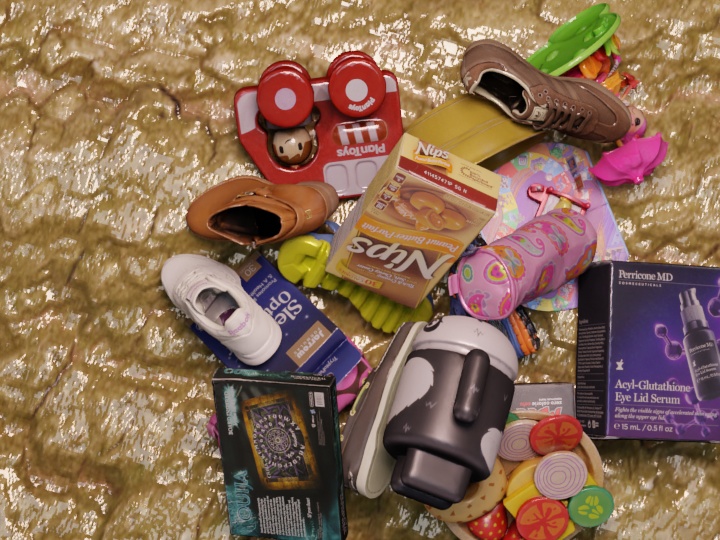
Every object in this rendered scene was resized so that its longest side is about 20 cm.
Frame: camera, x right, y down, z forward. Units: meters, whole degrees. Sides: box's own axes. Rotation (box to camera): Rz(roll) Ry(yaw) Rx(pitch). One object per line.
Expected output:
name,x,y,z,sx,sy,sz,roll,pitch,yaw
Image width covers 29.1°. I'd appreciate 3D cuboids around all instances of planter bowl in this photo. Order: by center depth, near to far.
planter bowl,0.106,-0.142,1.555,0.199,0.200,0.084,-28,87,-4

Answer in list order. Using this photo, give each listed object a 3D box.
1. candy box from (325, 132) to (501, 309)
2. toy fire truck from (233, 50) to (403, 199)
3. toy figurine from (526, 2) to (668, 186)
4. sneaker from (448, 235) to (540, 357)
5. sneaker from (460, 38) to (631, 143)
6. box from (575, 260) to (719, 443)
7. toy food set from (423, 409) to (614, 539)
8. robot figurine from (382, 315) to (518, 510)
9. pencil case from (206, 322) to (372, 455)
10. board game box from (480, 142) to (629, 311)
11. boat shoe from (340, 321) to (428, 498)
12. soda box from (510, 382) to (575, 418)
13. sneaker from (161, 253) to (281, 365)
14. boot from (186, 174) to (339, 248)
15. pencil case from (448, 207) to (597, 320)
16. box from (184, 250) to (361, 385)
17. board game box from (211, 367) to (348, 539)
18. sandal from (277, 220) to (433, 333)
candy box,0.053,-0.048,1.473,0.115,0.200,0.056,24,51,-11
toy fire truck,-0.042,-0.160,1.608,0.198,0.112,0.169,-8,104,-1
toy figurine,0.284,-0.190,1.611,0.149,0.200,0.185,-25,109,32
sneaker,0.128,0.022,1.608,0.078,0.075,0.201,-31,82,12
sneaker,0.195,-0.174,1.487,0.199,0.071,0.076,23,43,-5
box,0.329,0.093,1.579,0.147,0.104,0.202,2,86,-11
toy food set,0.180,0.241,1.561,0.197,0.049,0.200,-37,110,13
robot figurine,0.093,0.146,1.469,0.149,0.125,0.201,-1,61,41
pencil case,-0.083,0.147,1.584,0.200,0.091,0.094,-41,117,-5
board game box,0.223,-0.053,1.630,0.157,0.039,0.201,-21,85,-3
boat shoe,0.021,0.146,1.538,0.060,0.072,0.203,15,81,34
soda box,0.146,0.166,1.599,0.198,0.063,0.071,-2,85,-2
sneaker,-0.166,0.024,1.544,0.075,0.100,0.200,-50,49,-7
boot,-0.135,-0.055,1.544,0.198,0.155,0.077,1,104,22
pencil case,0.180,-0.009,1.521,0.199,0.087,0.088,-25,85,-48
box,-0.099,0.076,1.563,0.121,0.032,0.200,-45,54,-5
board game box,-0.086,0.203,1.508,0.134,0.028,0.202,3,115,15
sandal,0.000,0.000,1.604,0.199,0.087,0.080,32,118,-15
